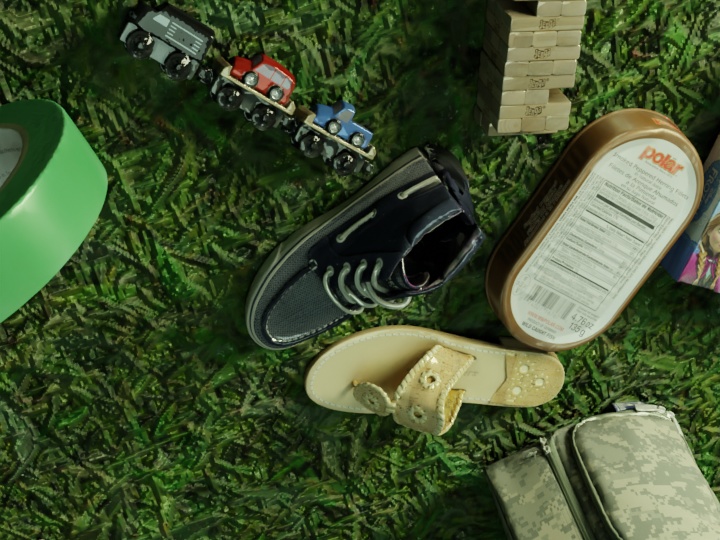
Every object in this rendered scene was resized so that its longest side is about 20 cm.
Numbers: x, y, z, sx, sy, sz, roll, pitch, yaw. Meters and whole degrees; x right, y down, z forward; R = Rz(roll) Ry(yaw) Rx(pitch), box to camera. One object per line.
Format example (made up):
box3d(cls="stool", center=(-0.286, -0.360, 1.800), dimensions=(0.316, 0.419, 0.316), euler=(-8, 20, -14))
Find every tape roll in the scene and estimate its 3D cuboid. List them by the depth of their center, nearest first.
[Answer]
box3d(cls="tape roll", center=(-0.247, -0.022, 0.758), dimensions=(0.199, 0.201, 0.048), euler=(-30, 123, 4))

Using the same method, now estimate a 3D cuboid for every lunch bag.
box3d(cls="lunch bag", center=(0.207, 0.212, 1.009), dimensions=(0.166, 0.201, 0.140), euler=(-24, 125, 5))

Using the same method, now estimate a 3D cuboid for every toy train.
box3d(cls="toy train", center=(-0.068, -0.121, 0.848), dimensions=(0.198, 0.034, 0.046), euler=(28, 97, -25))

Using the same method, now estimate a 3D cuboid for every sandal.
box3d(cls="sandal", center=(0.065, 0.092, 0.977), dimensions=(0.208, 0.070, 0.079), euler=(0, 119, -14))

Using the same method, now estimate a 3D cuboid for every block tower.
box3d(cls="block tower", center=(0.118, -0.187, 0.844), dimensions=(0.057, 0.054, 0.203), euler=(-4, 120, -12))

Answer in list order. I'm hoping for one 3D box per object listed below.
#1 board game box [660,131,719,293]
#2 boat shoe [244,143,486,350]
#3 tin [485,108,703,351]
box3d(cls="board game box", center=(0.356, -0.066, 0.976), dimensions=(0.197, 0.044, 0.201), euler=(11, 115, -21))
box3d(cls="boat shoe", center=(0.000, 0.000, 0.895), dimensions=(0.200, 0.093, 0.075), euler=(-43, 120, 11))
box3d(cls="tin", center=(0.177, -0.026, 0.959), dimensions=(0.111, 0.042, 0.201), euler=(23, 111, -29))
